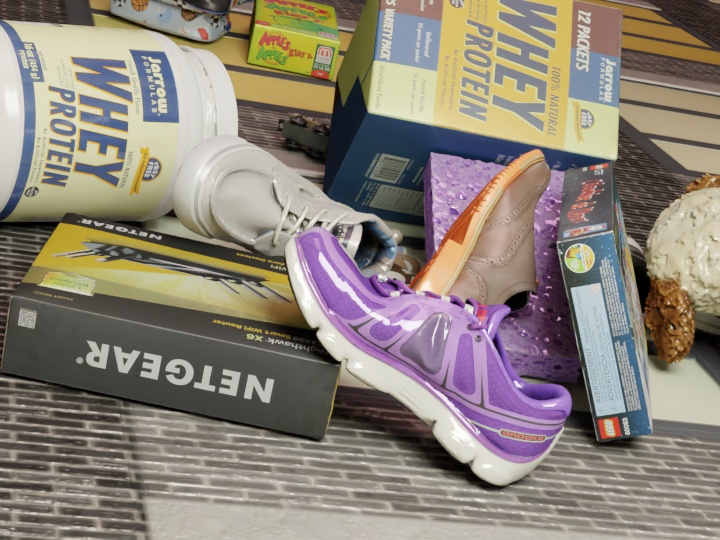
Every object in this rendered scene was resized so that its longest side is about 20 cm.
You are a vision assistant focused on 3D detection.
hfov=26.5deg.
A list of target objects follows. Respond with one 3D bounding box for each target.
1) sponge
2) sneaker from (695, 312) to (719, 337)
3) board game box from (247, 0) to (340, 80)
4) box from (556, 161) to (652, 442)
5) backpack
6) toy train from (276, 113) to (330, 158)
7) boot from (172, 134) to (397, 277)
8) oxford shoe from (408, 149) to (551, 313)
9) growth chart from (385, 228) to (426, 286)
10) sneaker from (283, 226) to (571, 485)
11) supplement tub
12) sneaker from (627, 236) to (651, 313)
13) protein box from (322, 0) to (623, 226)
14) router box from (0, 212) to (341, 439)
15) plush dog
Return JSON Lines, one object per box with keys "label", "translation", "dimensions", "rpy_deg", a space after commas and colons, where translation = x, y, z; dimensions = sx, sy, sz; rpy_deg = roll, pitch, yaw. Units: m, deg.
{"label": "sponge", "translation": [0.103, -0.007, 1.124], "dimensions": [0.111, 0.030, 0.201], "rpy_deg": [9, 44, -8]}
{"label": "sneaker", "translation": [0.317, -0.004, 1.282], "dimensions": [0.077, 0.085, 0.200], "rpy_deg": [23, 22, 21]}
{"label": "board game box", "translation": [-0.081, -0.284, 1.832], "dimensions": [0.101, 0.048, 0.200], "rpy_deg": [10, 20, -7]}
{"label": "box", "translation": [0.168, 0.015, 1.053], "dimensions": [0.037, 0.138, 0.200], "rpy_deg": [-11, 14, 12]}
{"label": "backpack", "translation": [-0.203, -0.361, 1.814], "dimensions": [0.199, 0.155, 0.191], "rpy_deg": [22, 29, 7]}
{"label": "toy train", "translation": [0.007, -0.106, 1.431], "dimensions": [0.199, 0.034, 0.046], "rpy_deg": [24, 19, 26]}
{"label": "boot", "translation": [-0.042, -0.038, 1.050], "dimensions": [0.095, 0.074, 0.200], "rpy_deg": [21, 4, 25]}
{"label": "oxford shoe", "translation": [0.093, -0.008, 1.063], "dimensions": [0.073, 0.071, 0.200], "rpy_deg": [38, 52, -1]}
{"label": "growth chart", "translation": [0.000, 0.000, 1.170], "dimensions": [0.144, 0.018, 0.200], "rpy_deg": [8, 21, -15]}
{"label": "sneaker", "translation": [0.041, 0.036, 0.909], "dimensions": [0.200, 0.084, 0.081], "rpy_deg": [39, 16, -5]}
{"label": "supplement tub", "translation": [-0.207, -0.109, 1.139], "dimensions": [0.199, 0.146, 0.145], "rpy_deg": [-2, 25, -36]}
{"label": "sneaker", "translation": [0.157, 0.001, 1.193], "dimensions": [0.199, 0.067, 0.090], "rpy_deg": [6, 19, -25]}
{"label": "protein box", "translation": [0.088, -0.130, 1.266], "dimensions": [0.198, 0.136, 0.199], "rpy_deg": [10, -21, -9]}
{"label": "router box", "translation": [-0.109, 0.031, 0.964], "dimensions": [0.198, 0.053, 0.157], "rpy_deg": [12, 20, -3]}
{"label": "plush dog", "translation": [0.292, -0.008, 1.127], "dimensions": [0.171, 0.161, 0.200], "rpy_deg": [6, 44, 28]}
